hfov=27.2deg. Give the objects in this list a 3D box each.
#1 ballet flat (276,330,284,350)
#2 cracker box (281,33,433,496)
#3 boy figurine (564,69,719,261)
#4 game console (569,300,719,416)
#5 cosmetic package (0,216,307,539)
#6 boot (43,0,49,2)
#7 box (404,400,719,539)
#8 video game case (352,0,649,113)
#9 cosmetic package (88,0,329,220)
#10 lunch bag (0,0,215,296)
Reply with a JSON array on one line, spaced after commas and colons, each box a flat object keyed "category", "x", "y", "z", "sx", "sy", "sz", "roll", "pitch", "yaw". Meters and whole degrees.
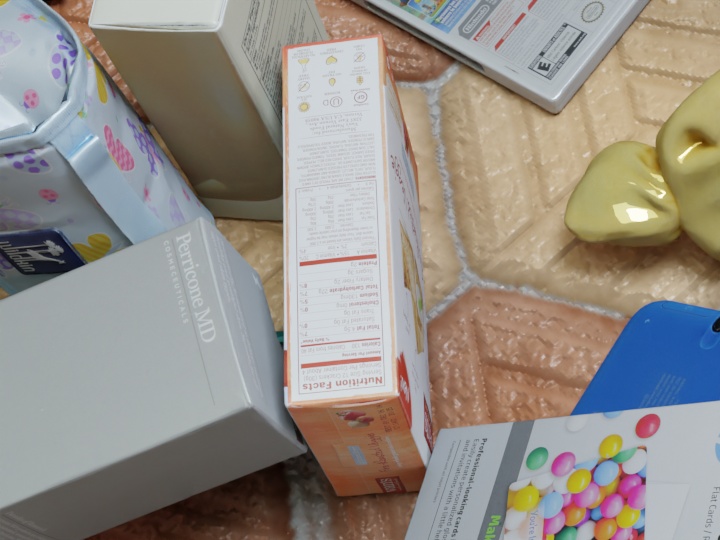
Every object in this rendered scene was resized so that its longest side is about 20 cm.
[{"category": "ballet flat", "x": -0.120, "y": 0.067, "z": 0.806, "sx": 0.199, "sy": 0.076, "sz": 0.064, "roll": -1, "pitch": 97, "yaw": 20}, {"category": "cracker box", "x": 0.000, "y": 0.000, "z": 0.765, "sx": 0.057, "sy": 0.134, "sz": 0.201, "roll": -5, "pitch": 63, "yaw": 8}, {"category": "boy figurine", "x": 0.202, "y": -0.050, "z": 0.760, "sx": 0.199, "sy": 0.125, "sz": 0.065, "roll": -20, "pitch": 29, "yaw": 29}, {"category": "game console", "x": 0.177, "y": 0.135, "z": 0.719, "sx": 0.170, "sy": 0.118, "sz": 0.200, "roll": 13, "pitch": 64, "yaw": 54}, {"category": "cosmetic package", "x": -0.137, "y": 0.067, "z": 0.720, "sx": 0.199, "sy": 0.090, "sz": 0.107, "roll": -25, "pitch": 63, "yaw": 10}, {"category": "boot", "x": -0.272, "y": -0.246, "z": 0.999, "sx": 0.199, "sy": 0.072, "sz": 0.145, "roll": 13, "pitch": 70, "yaw": 17}, {"category": "box", "x": 0.099, "y": 0.138, "z": 0.658, "sx": 0.199, "sy": 0.041, "sz": 0.156, "roll": -10, "pitch": 48, "yaw": 42}, {"category": "video game case", "x": 0.081, "y": -0.195, "z": 0.909, "sx": 0.200, "sy": 0.018, "sz": 0.143, "roll": 34, "pitch": 77, "yaw": 26}, {"category": "cosmetic package", "x": -0.070, "y": -0.116, "z": 0.804, "sx": 0.071, "sy": 0.200, "sz": 0.106, "roll": 3, "pitch": 64, "yaw": 15}, {"category": "lunch bag", "x": -0.176, "y": -0.060, "z": 0.802, "sx": 0.127, "sy": 0.170, "sz": 0.200, "roll": -47, "pitch": 50, "yaw": -11}]
